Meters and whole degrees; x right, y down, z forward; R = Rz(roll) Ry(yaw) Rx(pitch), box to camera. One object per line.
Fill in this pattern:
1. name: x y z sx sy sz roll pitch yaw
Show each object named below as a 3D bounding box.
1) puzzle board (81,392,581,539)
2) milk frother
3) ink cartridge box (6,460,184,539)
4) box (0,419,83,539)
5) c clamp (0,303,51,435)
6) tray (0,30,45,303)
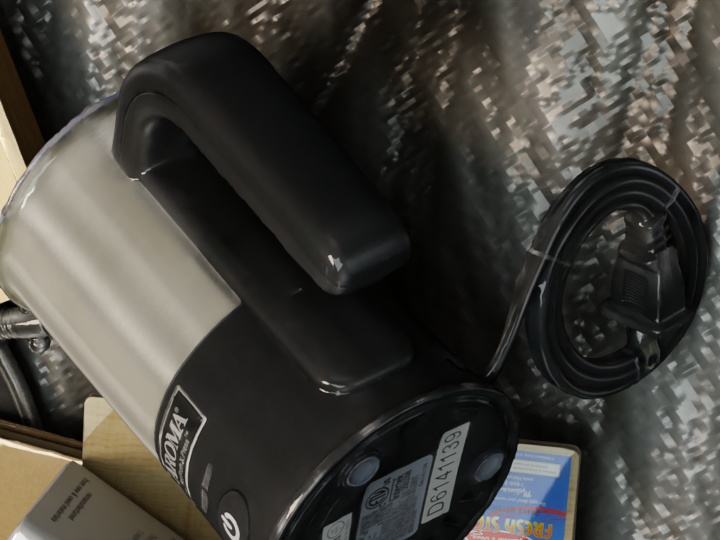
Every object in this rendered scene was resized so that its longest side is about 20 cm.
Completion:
1. puzzle board: -0.015 0.131 1.209 0.199 0.017 0.152 5 105 7
2. milk frother: 0.000 0.000 1.143 0.188 0.199 0.181 47 129 30
3. ink cartridge box: -0.080 0.197 1.183 0.200 0.084 0.146 36 106 -1
4. box: -0.123 0.170 1.274 0.163 0.021 0.201 13 107 20
5. c clamp: -0.209 0.051 1.308 0.199 0.027 0.172 -12 107 25
6. tray: -0.192 -0.077 1.219 0.098 0.037 0.201 -20 93 15
